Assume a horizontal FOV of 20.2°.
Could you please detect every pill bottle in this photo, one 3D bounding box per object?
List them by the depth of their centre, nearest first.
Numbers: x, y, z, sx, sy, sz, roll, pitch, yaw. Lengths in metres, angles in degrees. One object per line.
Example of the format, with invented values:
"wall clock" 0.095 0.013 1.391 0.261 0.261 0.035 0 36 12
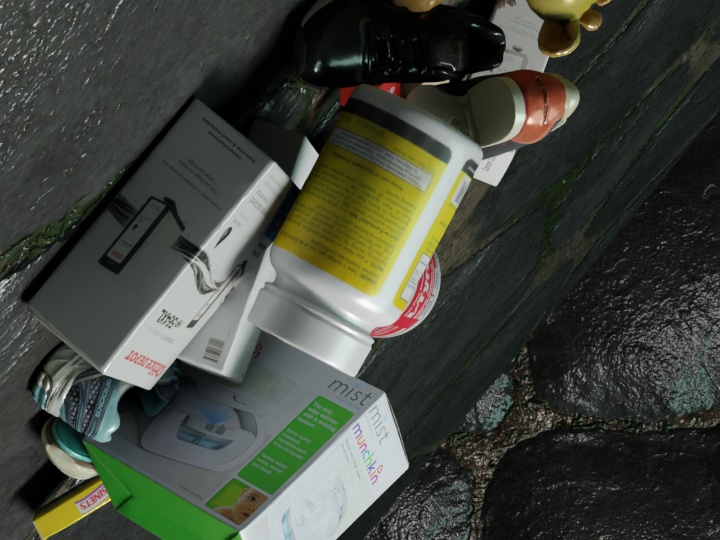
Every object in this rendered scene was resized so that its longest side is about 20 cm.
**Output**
"pill bottle" 0.001 -0.029 1.542 0.201 0.114 0.114 -62 168 -2
"pill bottle" 0.000 0.000 1.773 0.112 0.112 0.200 -51 168 6

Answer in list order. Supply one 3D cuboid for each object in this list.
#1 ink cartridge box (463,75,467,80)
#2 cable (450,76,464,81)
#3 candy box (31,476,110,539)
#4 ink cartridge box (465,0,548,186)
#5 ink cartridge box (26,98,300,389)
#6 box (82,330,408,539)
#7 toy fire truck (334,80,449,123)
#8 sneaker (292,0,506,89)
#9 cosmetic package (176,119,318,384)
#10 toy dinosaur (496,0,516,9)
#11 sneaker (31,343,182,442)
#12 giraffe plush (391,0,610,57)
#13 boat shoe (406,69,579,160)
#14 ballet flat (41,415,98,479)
"ink cartridge box" 0.089 -0.121 2.122 0.200 0.041 0.200 -51 168 4
"cable" 0.057 -0.153 1.899 0.201 0.051 0.163 -54 167 15
"candy box" -0.205 0.179 1.833 0.199 0.027 0.102 -31 -176 -7
"ink cartridge box" 0.127 -0.158 1.911 0.117 0.067 0.201 107 5 -77
"ink cartridge box" -0.143 -0.014 1.530 0.200 0.084 0.146 -51 168 -1
"box" -0.093 0.151 1.670 0.176 0.199 0.097 -42 135 -26
"toy fire truck" 0.040 -0.146 1.730 0.141 0.049 0.201 -39 145 -36
"sneaker" 0.036 -0.179 1.571 0.199 0.087 0.076 -15 113 -47
"cosmetic package" -0.092 -0.014 1.639 0.083 0.050 0.201 49 60 -76
"toy dinosaur" 0.156 -0.290 1.689 0.136 0.198 0.086 100 -5 -59
"sneaker" -0.177 0.076 1.672 0.200 0.086 0.078 -39 165 -39
"giraffe plush" 0.120 -0.248 1.535 0.173 0.162 0.200 -61 167 10
"boat shoe" 0.097 -0.123 1.607 0.062 0.072 0.200 -14 -178 -27
"ballet flat" -0.231 0.153 1.767 0.062 0.068 0.200 -43 170 20
